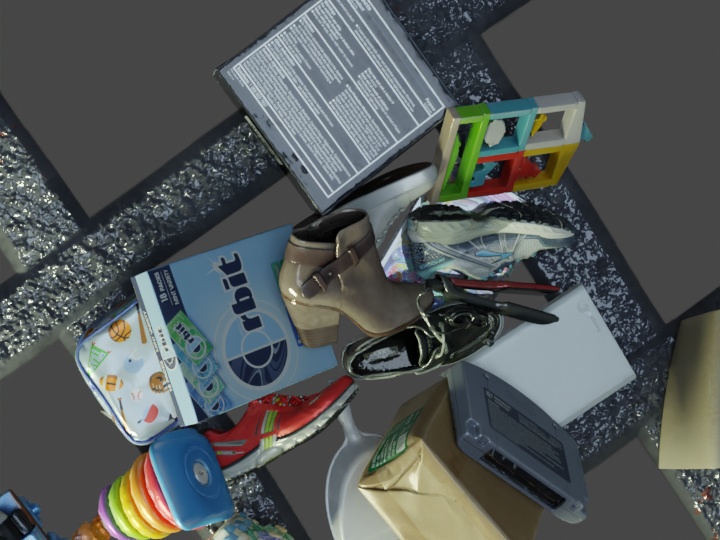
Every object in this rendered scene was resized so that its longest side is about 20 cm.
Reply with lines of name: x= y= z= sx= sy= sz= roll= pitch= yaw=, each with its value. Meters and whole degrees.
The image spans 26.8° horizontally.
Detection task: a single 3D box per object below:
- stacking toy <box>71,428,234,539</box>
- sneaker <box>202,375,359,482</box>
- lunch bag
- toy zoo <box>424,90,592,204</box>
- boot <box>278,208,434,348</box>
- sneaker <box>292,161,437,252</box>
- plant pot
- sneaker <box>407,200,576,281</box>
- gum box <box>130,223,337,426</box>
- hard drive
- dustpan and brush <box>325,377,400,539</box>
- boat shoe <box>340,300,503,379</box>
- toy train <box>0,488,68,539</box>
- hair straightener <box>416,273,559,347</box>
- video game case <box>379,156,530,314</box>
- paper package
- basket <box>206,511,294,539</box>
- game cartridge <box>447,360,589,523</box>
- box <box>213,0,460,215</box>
stacking toy: x=-0.252 y=0.267 z=1.707 sx=0.199 sy=0.116 sz=0.111 roll=-30 pitch=77 yaw=25
sneaker: x=-0.096 y=0.166 z=1.729 sx=0.199 sy=0.077 sz=0.086 roll=-30 pitch=85 yaw=8
lunch bag: x=-0.219 y=0.098 z=1.720 sx=0.199 sy=0.076 sz=0.161 roll=-35 pitch=99 yaw=-4
toy zoo: x=0.177 y=-0.141 z=1.721 sx=0.198 sy=0.021 sz=0.132 roll=-9 pitch=139 yaw=-22
boot: x=0.000 y=0.000 z=1.673 sx=0.198 sy=0.070 sz=0.148 roll=-20 pitch=125 yaw=-30
sneaker: x=0.015 y=-0.053 z=1.723 sx=0.199 sy=0.073 sz=0.085 roll=-28 pitch=101 yaw=24
plant pot: x=0.462 y=0.135 z=1.754 sx=0.197 sy=0.200 sz=0.180 roll=-2 pitch=83 yaw=-7
sneaker: x=0.150 y=-0.030 z=1.749 sx=0.197 sy=0.078 sz=0.087 roll=0 pitch=111 yaw=-4
gum box: x=-0.136 y=0.057 z=1.667 sx=0.199 sy=0.044 sz=0.172 roll=-19 pitch=91 yaw=-37
hard drive: x=0.212 y=0.125 z=1.798 sx=0.199 sy=0.026 sz=0.133 roll=-33 pitch=97 yaw=-3
dustpan and brush: x=0.005 y=0.222 z=1.771 sx=0.138 sy=0.057 sz=0.202 roll=-23 pitch=103 yaw=-17
boat shoe: x=0.076 y=0.086 z=1.741 sx=0.198 sy=0.064 sz=0.072 roll=-19 pitch=96 yaw=-6
toy train: x=-0.364 y=0.338 z=1.695 sx=0.086 sy=0.114 sz=0.201 roll=-35 pitch=97 yaw=-4
hair straightener: x=0.145 y=0.047 z=1.717 sx=0.198 sy=0.041 sz=0.078 roll=8 pitch=77 yaw=-34
video game case: x=0.108 y=-0.018 z=1.780 sx=0.142 sy=0.018 sz=0.201 roll=31 pitch=90 yaw=-8
paper package: x=0.109 y=0.239 z=1.695 sx=0.103 sy=0.200 sz=0.191 roll=-39 pitch=96 yaw=24
basket: x=-0.101 y=0.373 z=1.700 sx=0.139 sy=0.176 sz=0.200 roll=-45 pitch=88 yaw=1
game cartridge: x=0.176 y=0.189 z=1.709 sx=0.199 sy=0.134 sz=0.041 roll=36 pitch=114 yaw=-26
box: x=-0.029 y=-0.201 z=1.698 sx=0.198 sy=0.123 sz=0.201 roll=-37 pitch=98 yaw=-3
